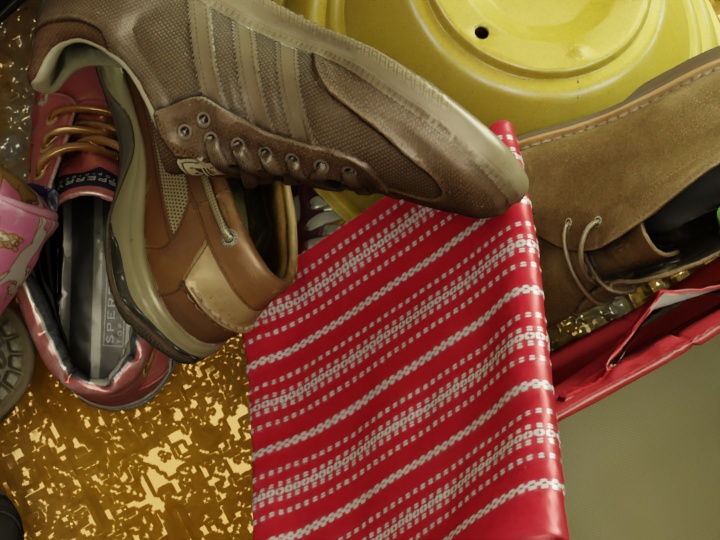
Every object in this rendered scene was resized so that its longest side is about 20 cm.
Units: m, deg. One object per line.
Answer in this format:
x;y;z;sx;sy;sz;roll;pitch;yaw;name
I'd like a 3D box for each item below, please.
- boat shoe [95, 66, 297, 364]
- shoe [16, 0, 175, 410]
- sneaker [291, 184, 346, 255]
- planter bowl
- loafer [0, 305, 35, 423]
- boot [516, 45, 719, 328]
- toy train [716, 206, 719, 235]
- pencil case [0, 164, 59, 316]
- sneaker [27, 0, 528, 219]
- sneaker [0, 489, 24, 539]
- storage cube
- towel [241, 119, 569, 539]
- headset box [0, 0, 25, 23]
-0.055;-0.060;1.052;0.074;0.076;0.200;-24;57;30;boat shoe
-0.105;-0.043;1.095;0.071;0.091;0.200;-1;86;0;shoe
0.000;0.000;1.091;0.075;0.090;0.200;-7;86;0;sneaker
0.065;-0.101;1.068;0.200;0.083;0.201;4;64;-7;planter bowl
-0.212;0.084;1.100;0.200;0.067;0.076;-34;83;5;loafer
0.083;-0.014;1.000;0.200;0.075;0.074;-33;111;16;boot
0.176;0.057;0.910;0.056;0.042;0.200;-14;100;41;toy train
-0.194;0.041;1.021;0.083;0.087;0.200;29;92;25;pencil case
-0.033;-0.057;0.979;0.200;0.070;0.076;31;86;21;sneaker
-0.156;0.188;1.078;0.079;0.075;0.200;9;93;39;sneaker
0.153;0.093;1.027;0.171;0.180;0.200;-30;94;-1;storage cube
0.010;0.051;0.966;0.145;0.022;0.200;-32;42;29;towel
-0.142;-0.150;1.039;0.200;0.149;0.075;-43;95;-1;headset box
